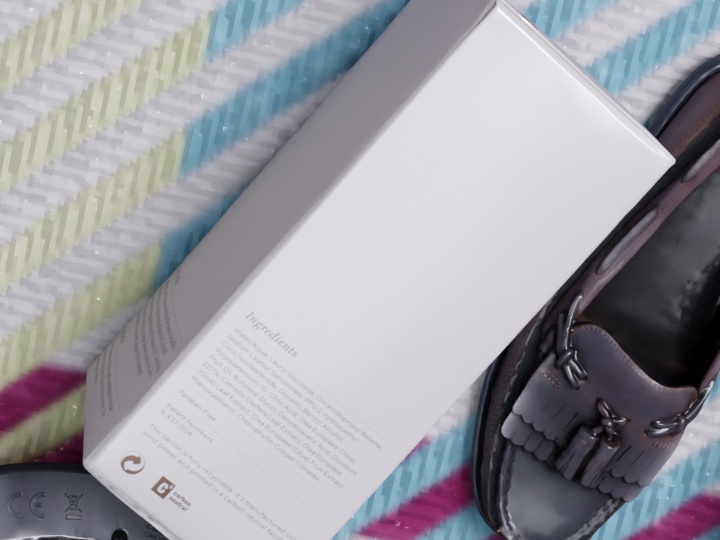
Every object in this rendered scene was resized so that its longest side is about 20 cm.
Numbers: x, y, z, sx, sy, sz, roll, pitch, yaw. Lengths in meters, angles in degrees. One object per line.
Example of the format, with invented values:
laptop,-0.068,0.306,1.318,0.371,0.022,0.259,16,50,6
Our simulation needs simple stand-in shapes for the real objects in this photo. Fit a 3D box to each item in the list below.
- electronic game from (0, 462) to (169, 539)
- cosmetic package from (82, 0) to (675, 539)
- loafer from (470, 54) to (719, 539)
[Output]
electronic game,-0.121,0.163,0.848,0.200,0.042,0.200,-5,108,-14
cosmetic package,0.000,0.000,0.789,0.085,0.108,0.200,41,99,-14
loafer,0.099,0.016,0.824,0.072,0.063,0.200,26,101,-11
